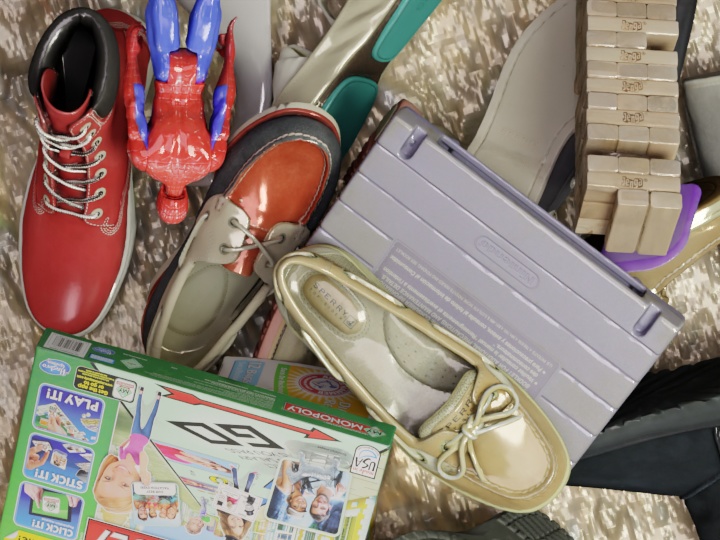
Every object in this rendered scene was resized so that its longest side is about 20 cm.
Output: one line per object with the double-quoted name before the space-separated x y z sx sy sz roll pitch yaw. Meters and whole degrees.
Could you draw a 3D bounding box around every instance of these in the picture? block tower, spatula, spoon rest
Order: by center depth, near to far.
"block tower" 0.150 -0.111 1.374 0.054 0.058 0.201 4 61 -3
"spatula" 0.176 -0.086 1.407 0.056 0.021 0.201 -7 62 36
"spoon rest" -0.087 -0.153 1.447 0.099 0.060 0.202 5 100 45

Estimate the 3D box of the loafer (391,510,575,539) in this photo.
"loafer" 0.059 0.193 1.410 0.075 0.199 0.070 42 117 26

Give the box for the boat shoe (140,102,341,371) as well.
"boat shoe" -0.071 -0.013 1.418 0.071 0.063 0.200 26 126 -17

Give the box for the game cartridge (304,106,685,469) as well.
"game cartridge" 0.068 0.016 1.378 0.200 0.038 0.130 38 118 4

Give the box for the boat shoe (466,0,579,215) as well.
"boat shoe" 0.110 -0.086 1.438 0.072 0.063 0.201 30 77 14

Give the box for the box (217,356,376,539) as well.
"box" -0.046 0.166 1.423 0.101 0.113 0.201 7 114 4

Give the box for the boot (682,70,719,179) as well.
"boot" 0.288 -0.029 1.429 0.180 0.073 0.202 -5 88 6

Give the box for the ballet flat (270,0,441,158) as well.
"ballet flat" -0.010 -0.131 1.449 0.069 0.069 0.201 35 95 1

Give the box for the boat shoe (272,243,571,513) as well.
"boat shoe" 0.031 0.061 1.343 0.201 0.063 0.073 45 95 4

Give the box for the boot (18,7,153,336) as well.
"boot" -0.172 -0.055 1.424 0.072 0.144 0.201 10 97 4

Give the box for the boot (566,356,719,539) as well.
"boot" 0.196 0.143 1.438 0.199 0.076 0.169 -15 110 27

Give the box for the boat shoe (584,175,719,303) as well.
"boat shoe" 0.148 0.017 1.437 0.199 0.074 0.067 -34 102 24

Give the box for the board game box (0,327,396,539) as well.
"board game box" -0.092 0.121 1.335 0.199 0.029 0.135 15 113 2

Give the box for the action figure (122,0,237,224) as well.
"action figure" -0.101 -0.125 1.379 0.065 0.052 0.201 2 103 -13

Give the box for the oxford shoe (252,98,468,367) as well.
"oxford shoe" 0.000 0.000 1.452 0.074 0.071 0.201 31 100 -6
